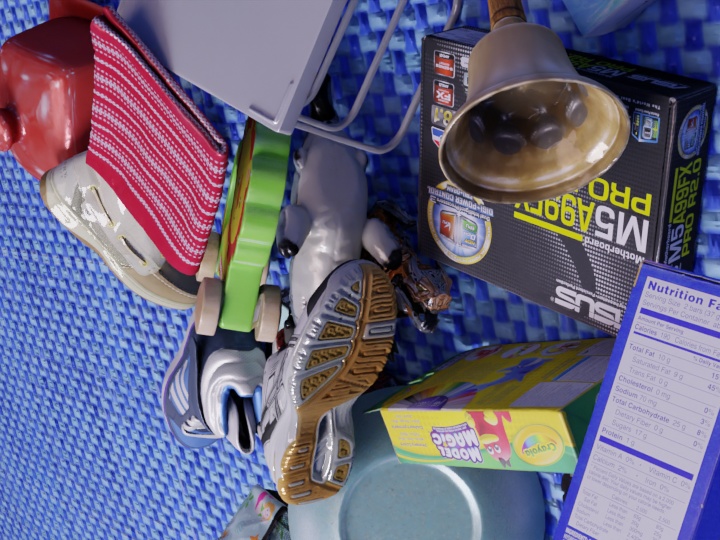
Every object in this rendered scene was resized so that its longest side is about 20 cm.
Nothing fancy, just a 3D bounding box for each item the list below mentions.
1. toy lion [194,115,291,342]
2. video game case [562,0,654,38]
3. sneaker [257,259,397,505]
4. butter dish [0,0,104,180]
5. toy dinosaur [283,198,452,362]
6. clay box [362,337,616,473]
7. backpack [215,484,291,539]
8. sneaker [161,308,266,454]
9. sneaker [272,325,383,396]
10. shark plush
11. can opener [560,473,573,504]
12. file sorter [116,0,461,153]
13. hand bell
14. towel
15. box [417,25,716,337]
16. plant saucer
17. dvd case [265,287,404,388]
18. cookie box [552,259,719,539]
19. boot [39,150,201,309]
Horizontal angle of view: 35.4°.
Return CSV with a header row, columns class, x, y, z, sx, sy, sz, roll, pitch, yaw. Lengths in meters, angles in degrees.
class,x,y,z,sx,sy,sz,roll,pitch,yaw
toy lion,-0.090,-0.053,0.920,0.200,0.068,0.192,-114,34,-70
video game case,0.141,-0.259,0.603,0.181,0.045,0.201,-37,78,53
sneaker,-0.037,0.068,0.799,0.088,0.075,0.201,52,133,47
butter dish,-0.297,-0.154,1.107,0.199,0.148,0.201,29,129,40
toy dinosaur,0.000,0.000,0.891,0.200,0.102,0.136,-121,42,-61
clay box,0.104,0.090,0.766,0.200,0.115,0.048,-11,103,53
backpack,-0.041,0.283,0.999,0.200,0.151,0.178,25,163,51
sneaker,-0.138,0.138,1.080,0.147,0.080,0.201,-113,33,-47
sneaker,-0.016,0.134,0.932,0.200,0.078,0.082,58,143,11
shark plush,-0.039,-0.060,0.844,0.083,0.090,0.201,126,134,-60
can opener,0.205,0.129,0.719,0.200,0.078,0.064,-36,44,48
file sorter,-0.053,-0.183,0.788,0.200,0.124,0.139,33,104,37
hand bell,0.086,-0.150,0.660,0.104,0.104,0.201,128,145,-49
towel,-0.158,-0.087,0.848,0.145,0.022,0.200,49,153,10
box,0.122,-0.059,0.726,0.200,0.044,0.161,26,125,41
plant saucer,0.039,0.189,0.852,0.200,0.039,0.202,0,92,7
dvd case,-0.018,0.126,1.011,0.200,0.022,0.146,36,133,32
cookie box,0.181,0.110,0.578,0.075,0.171,0.201,20,94,42
boot,-0.179,-0.057,1.062,0.154,0.072,0.200,-31,124,23
